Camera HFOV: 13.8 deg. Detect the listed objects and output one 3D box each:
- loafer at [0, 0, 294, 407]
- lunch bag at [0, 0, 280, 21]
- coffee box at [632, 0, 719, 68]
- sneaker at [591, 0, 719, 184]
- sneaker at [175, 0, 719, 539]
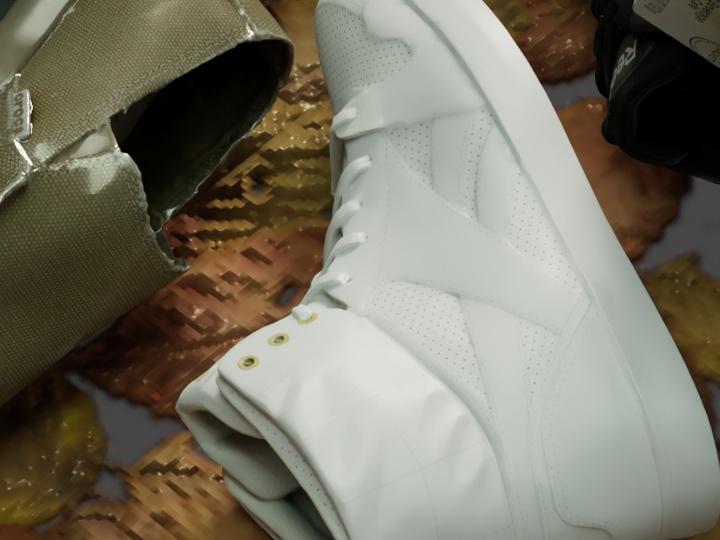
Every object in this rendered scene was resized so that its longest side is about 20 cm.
[{"bbox_3d":[-0.086,-0.011,0.778,0.067,0.076,0.200,22,70,24],"label":"loafer"},{"bbox_3d":[-0.116,-0.148,0.825,0.170,0.200,0.122,-18,51,-10],"label":"lunch bag"},{"bbox_3d":[0.177,-0.053,0.722,0.200,0.113,0.080,33,80,2],"label":"coffee box"},{"bbox_3d":[0.092,-0.083,0.835,0.098,0.071,0.200,-28,55,-19],"label":"sneaker"},{"bbox_3d":[0.000,0.000,0.775,0.115,0.074,0.200,-18,53,-13],"label":"sneaker"}]
